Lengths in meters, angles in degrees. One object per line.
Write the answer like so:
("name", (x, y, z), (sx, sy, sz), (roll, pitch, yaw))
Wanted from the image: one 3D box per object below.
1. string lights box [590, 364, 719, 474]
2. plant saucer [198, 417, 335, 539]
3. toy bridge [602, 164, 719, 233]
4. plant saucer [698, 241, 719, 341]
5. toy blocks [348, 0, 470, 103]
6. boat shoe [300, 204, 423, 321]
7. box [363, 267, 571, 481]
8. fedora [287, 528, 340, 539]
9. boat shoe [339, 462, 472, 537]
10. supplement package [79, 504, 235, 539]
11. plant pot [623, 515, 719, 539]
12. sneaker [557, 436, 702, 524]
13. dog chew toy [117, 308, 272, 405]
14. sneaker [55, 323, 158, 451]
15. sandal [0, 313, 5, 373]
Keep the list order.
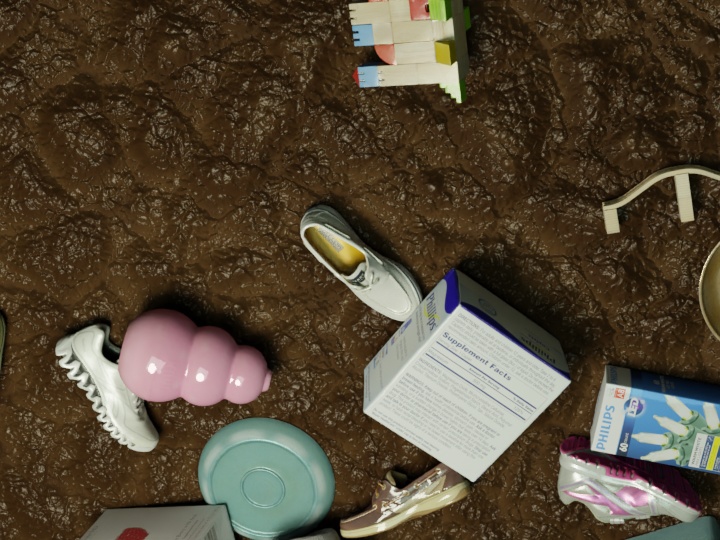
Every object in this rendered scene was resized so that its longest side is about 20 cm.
("string lights box", (0.407, 0.196, 1.602), (0.200, 0.059, 0.103), (10, 113, 6))
("plant saucer", (-0.136, 0.303, 1.749), (0.200, 0.027, 0.201), (3, 112, 8))
("toy bridge", (0.396, -0.094, 1.511), (0.200, 0.027, 0.067), (-9, 108, 12))
("plant saucer", (0.520, 0.018, 1.529), (0.200, 0.035, 0.201), (3, 111, 9))
("toy blocks", (0.051, -0.299, 1.462), (0.136, 0.100, 0.200), (1, 112, 21))
("boat shoe", (0.000, 0.000, 1.586), (0.071, 0.070, 0.200), (-40, 102, 21))
("box", (0.132, 0.135, 1.586), (0.184, 0.105, 0.200), (34, 113, -16))
("fedora", (-0.084, 0.418, 1.733), (0.200, 0.177, 0.090), (-46, 60, 55))
("boat shoe", (0.054, 0.309, 1.705), (0.200, 0.072, 0.072), (-25, 84, 22))
("supplement package", (-0.288, 0.415, 1.751), (0.200, 0.121, 0.120), (-6, 109, 20))
("plant pot", (0.415, 0.482, 1.636), (0.196, 0.200, 0.196), (-20, 107, 16))
("sneaker", (0.352, 0.294, 1.644), (0.200, 0.081, 0.088), (20, 114, 10))
("dog chew toy", (-0.217, 0.125, 1.647), (0.200, 0.125, 0.125), (14, 113, -5))
("sneaker", (-0.334, 0.163, 1.706), (0.081, 0.075, 0.200), (-31, 104, 9))
("sandal", (-0.537, 0.147, 1.742), (0.080, 0.057, 0.201), (22, 98, 6))
